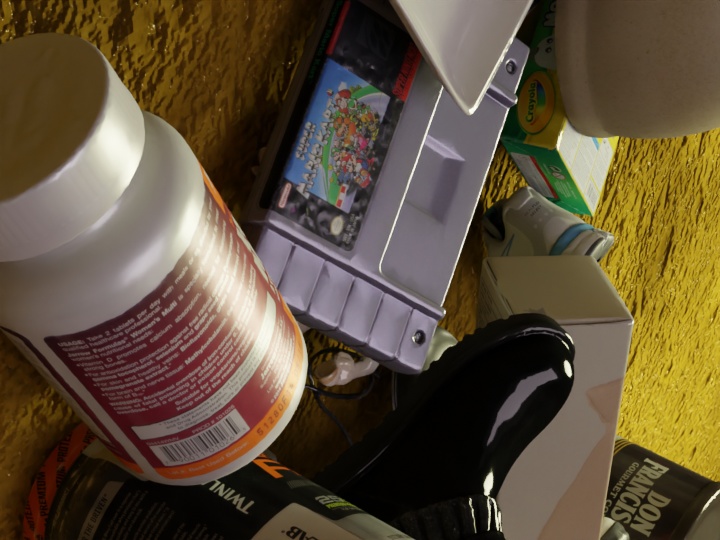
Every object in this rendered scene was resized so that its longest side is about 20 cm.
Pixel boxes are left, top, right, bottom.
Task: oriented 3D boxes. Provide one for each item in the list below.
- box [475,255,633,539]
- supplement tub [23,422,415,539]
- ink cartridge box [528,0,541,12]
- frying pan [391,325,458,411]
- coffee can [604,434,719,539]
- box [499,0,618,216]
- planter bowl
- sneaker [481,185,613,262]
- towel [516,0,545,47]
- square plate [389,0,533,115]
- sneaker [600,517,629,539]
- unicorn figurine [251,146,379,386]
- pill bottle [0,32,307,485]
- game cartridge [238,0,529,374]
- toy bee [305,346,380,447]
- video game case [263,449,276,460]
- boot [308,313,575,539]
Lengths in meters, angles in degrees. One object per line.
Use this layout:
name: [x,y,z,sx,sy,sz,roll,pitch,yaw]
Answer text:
box: [0.116,0.099,0.926,0.077,0.095,0.202,-1,119,-9]
supplement tub: [-0.066,0.151,0.699,0.122,0.199,0.124,-34,137,-41]
ink cartridge box: [0.100,-0.215,0.864,0.200,0.037,0.095,-46,135,-32]
frying pan: [0.071,0.099,1.024,0.190,0.031,0.116,26,60,-58]
coffee can: [0.176,0.197,1.135,0.146,0.199,0.148,-38,140,-40]
box: [0.159,-0.154,0.986,0.202,0.048,0.117,-69,153,-13]
planter bowl: [0.223,-0.176,0.906,0.200,0.133,0.203,-34,130,-54]
sneaker: [0.124,-0.011,1.035,0.075,0.087,0.200,-44,169,-16]
towel: [0.115,-0.144,0.975,0.087,0.018,0.200,-59,150,-11]
square plate: [0.045,-0.220,0.738,0.200,0.028,0.199,49,60,-40]
sneaker: [0.100,0.202,1.051,0.075,0.116,0.200,-28,171,-47]
unicorn figurine: [0.000,0.000,0.831,0.137,0.073,0.202,-37,142,-35]
pill bottle: [-0.104,0.000,0.616,0.110,0.109,0.201,-53,143,-21]
game cartridge: [0.012,-0.061,0.765,0.129,0.038,0.202,29,74,-35]
toy bee: [0.004,0.167,0.901,0.200,0.130,0.109,43,32,-22]
video game case: [-0.112,0.231,0.867,0.200,0.023,0.183,-43,143,-37]
boot: [0.071,0.136,0.779,0.211,0.158,0.080,-42,135,-3]
